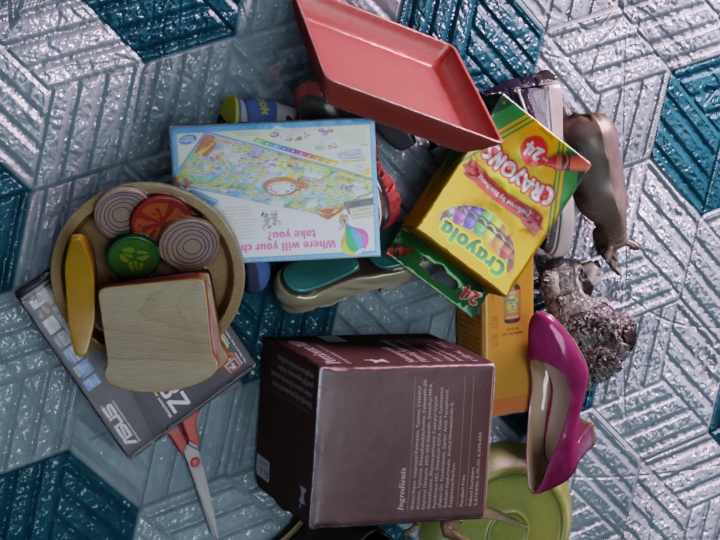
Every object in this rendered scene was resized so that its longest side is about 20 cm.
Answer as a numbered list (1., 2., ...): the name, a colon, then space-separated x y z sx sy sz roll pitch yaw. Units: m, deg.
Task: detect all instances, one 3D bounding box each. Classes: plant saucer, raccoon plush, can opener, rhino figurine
1. plant saucer: 0.026 -0.193 1.646 0.198 0.200 0.037 18 119 -25
2. raccoon plush: 0.214 0.080 1.842 0.133 0.097 0.201 33 87 -19
3. can opener: 0.076 -0.122 1.762 0.066 0.054 0.201 -27 115 17
4. rhino figurine: 0.259 -0.085 1.823 0.059 0.087 0.202 -21 109 -18
5. plant saucer: 0.162 0.295 1.895 0.198 0.031 0.202 -5 103 -23

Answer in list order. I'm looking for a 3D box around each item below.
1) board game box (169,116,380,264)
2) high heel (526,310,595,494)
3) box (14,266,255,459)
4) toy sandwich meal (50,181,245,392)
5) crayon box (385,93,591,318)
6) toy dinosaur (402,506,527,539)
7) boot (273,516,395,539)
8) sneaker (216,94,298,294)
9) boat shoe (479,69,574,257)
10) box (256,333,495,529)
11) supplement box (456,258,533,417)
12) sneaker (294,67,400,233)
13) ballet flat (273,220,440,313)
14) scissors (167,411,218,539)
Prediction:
1. board game box: -0.082 -0.077 1.612 0.198 0.034 0.136 -2 97 -4
2. high heel: 0.196 0.143 1.788 0.096 0.067 0.201 -39 132 -30
3. box: -0.221 0.059 1.653 0.161 0.049 0.201 -35 108 -11
4. toy sandwich meal: -0.200 0.019 1.566 0.203 0.070 0.207 -2 112 -4
5. crayon box: 0.132 -0.064 1.717 0.126 0.051 0.201 35 84 -17
6. toy dinosaur: 0.095 0.258 1.799 0.198 0.101 0.059 11 112 -5
7. boot: -0.053 0.327 1.744 0.077 0.138 0.201 32 88 -26
8. sneaker: -0.096 -0.075 1.673 0.081 0.074 0.202 -6 105 -25
9. boat shoe: 0.171 -0.110 1.793 0.092 0.075 0.202 -9 97 -15
10. box: 0.014 0.161 1.720 0.198 0.166 0.166 0 99 -24
11. supplement box: 0.146 0.054 1.815 0.066 0.069 0.202 -7 106 -24
12. sneaker: -0.021 -0.103 1.669 0.098 0.070 0.202 -61 139 -43
13. ballet flat: 0.000 0.000 1.744 0.198 0.069 0.070 -16 108 -18
14. scissors: -0.170 0.184 1.728 0.073 0.014 0.201 -36 112 -16
